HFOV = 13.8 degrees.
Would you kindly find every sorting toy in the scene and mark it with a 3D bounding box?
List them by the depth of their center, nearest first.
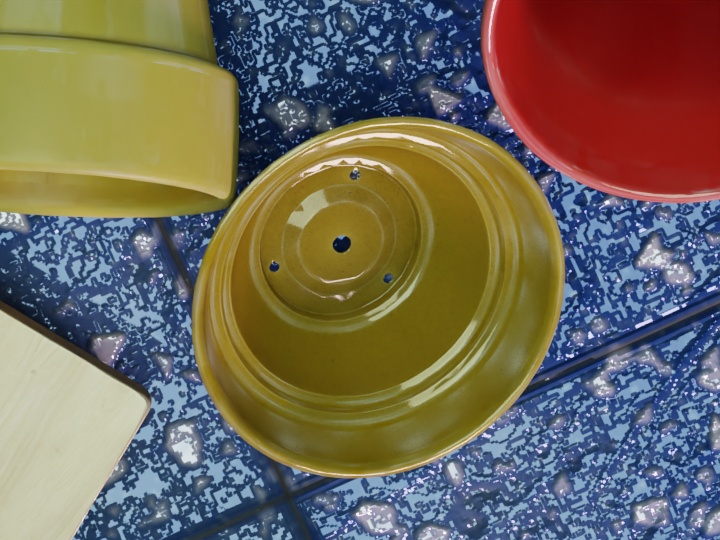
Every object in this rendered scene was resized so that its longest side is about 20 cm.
[{"bbox_3d":[-0.242,0.095,1.578,0.198,0.070,0.201,31,99,-5],"label":"sorting toy"}]

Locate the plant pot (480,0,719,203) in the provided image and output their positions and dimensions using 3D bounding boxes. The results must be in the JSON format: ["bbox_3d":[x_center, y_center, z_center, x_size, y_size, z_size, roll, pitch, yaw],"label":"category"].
[{"bbox_3d":[0.157,-0.164,1.457,0.199,0.178,0.201,2,129,2],"label":"plant pot"}]

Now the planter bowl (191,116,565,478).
[{"bbox_3d":[0.000,0.000,1.542,0.199,0.084,0.202,-7,116,-14],"label":"planter bowl"}]

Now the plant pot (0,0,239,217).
[{"bbox_3d":[-0.157,-0.131,1.488,0.199,0.201,0.190,3,84,0],"label":"plant pot"}]
